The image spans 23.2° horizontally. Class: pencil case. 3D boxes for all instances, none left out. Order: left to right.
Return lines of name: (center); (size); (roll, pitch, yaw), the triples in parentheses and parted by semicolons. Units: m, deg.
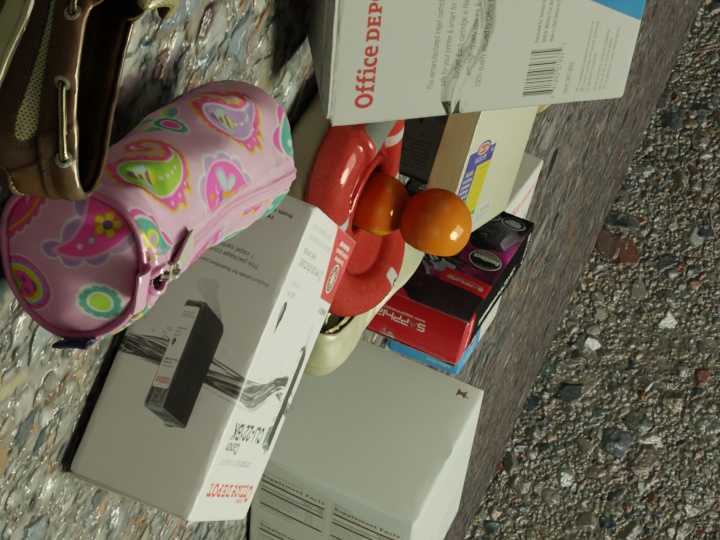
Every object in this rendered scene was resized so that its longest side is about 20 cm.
pencil case: (-0.101, -0.033, 0.882); (0.200, 0.087, 0.088); (-47, 155, -62)

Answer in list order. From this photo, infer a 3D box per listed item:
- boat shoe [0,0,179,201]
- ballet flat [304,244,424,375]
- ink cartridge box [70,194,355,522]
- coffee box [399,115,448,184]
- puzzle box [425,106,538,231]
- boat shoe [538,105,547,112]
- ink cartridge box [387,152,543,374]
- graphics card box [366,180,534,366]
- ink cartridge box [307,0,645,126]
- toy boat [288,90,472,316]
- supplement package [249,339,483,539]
boat shoe: (-0.105, -0.125, 0.721); (0.075, 0.075, 0.203); (-26, 136, -72)
ballet flat: (0.000, 0.000, 1.434); (0.070, 0.069, 0.200); (96, 19, -51)
ink cartridge box: (-0.087, 0.050, 1.081); (0.144, 0.084, 0.201); (37, 75, -78)
coffee box: (0.091, -0.168, 1.485); (0.114, 0.079, 0.201); (-2, 113, -76)
puzzle box: (0.098, -0.096, 1.402); (0.200, 0.025, 0.133); (-31, 140, -67)
boat shoe: (0.158, -0.214, 1.767); (0.064, 0.071, 0.200); (-28, 157, -11)
ink cartridge box: (0.108, -0.019, 1.807); (0.146, 0.084, 0.201); (-50, 159, -55)
graphics card box: (0.066, -0.003, 1.556); (0.200, 0.125, 0.051); (-49, 157, -55)
ink cartridge box: (0.071, -0.176, 1.098); (0.145, 0.199, 0.084); (96, -16, -50)
toy boat: (0.017, -0.045, 1.258); (0.200, 0.130, 0.131); (95, 21, -53)
supplement package: (0.001, 0.186, 1.537); (0.200, 0.150, 0.152); (97, 20, -51)
